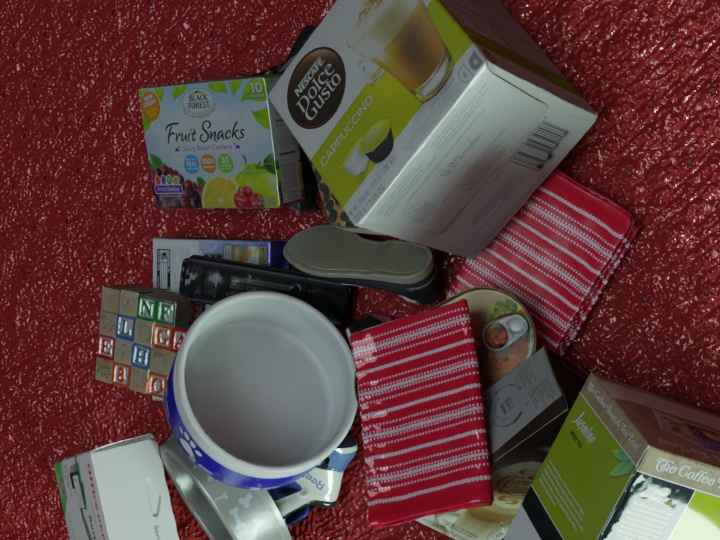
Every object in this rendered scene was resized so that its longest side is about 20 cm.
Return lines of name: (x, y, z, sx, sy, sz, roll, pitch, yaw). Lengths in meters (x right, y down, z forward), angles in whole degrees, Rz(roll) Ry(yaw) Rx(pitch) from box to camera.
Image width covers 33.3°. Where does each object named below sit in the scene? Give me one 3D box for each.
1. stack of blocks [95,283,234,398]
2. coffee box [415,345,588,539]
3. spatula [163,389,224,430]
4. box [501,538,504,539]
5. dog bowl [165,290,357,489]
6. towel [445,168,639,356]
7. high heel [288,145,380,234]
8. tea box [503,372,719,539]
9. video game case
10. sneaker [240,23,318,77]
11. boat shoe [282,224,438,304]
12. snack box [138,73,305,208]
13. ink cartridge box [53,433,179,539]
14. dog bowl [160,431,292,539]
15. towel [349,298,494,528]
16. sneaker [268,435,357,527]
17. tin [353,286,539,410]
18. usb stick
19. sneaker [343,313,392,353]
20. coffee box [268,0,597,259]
stack of blocks: (-0.217, 0.090, 1.420, 0.198, 0.058, 0.117, 11, 98, 30)
coffee box: (0.149, 0.180, 1.188, 0.200, 0.114, 0.080, -41, 40, 24)
spatula: (-0.127, 0.151, 1.348, 0.021, 0.198, 0.057, -49, 49, 38)
box: (0.190, 0.352, 1.242, 0.198, 0.050, 0.201, -43, 70, 25)
dog bowl: (-0.106, 0.128, 1.288, 0.202, 0.199, 0.079, 62, 151, 14)
towel: (0.180, -0.004, 1.237, 0.144, 0.022, 0.201, 37, 111, 26)
high heel: (-0.004, -0.120, 1.322, 0.199, 0.071, 0.144, 18, 108, 39)
tea box: (0.267, 0.229, 1.081, 0.198, 0.198, 0.134, -64, 21, 17)
video game case: (-0.169, 0.062, 1.450, 0.180, 0.045, 0.203, 3, 94, 32)
sneaker: (-0.107, -0.206, 1.384, 0.083, 0.071, 0.200, 48, 118, 14)
boat shoe: (0.000, 0.000, 1.328, 0.198, 0.073, 0.063, 10, 142, 35)
snack box: (-0.159, -0.144, 1.365, 0.198, 0.053, 0.144, 1, 102, 37)
ink cartridge box: (-0.301, 0.287, 1.473, 0.200, 0.084, 0.148, -28, 75, 61)
dog bowl: (-0.158, 0.258, 1.374, 0.200, 0.058, 0.201, 45, 157, 25)
towel: (0.056, 0.141, 1.173, 0.143, 0.022, 0.202, -17, 70, 32)
sneaker: (-0.102, 0.233, 1.396, 0.198, 0.080, 0.117, 12, 97, 29)
tin: (0.088, 0.094, 1.227, 0.199, 0.042, 0.113, -27, 77, 13)
usb stick: (-0.106, 0.022, 1.368, 0.197, 0.033, 0.056, 9, 101, 2)
sneaker: (0.042, 0.139, 1.308, 0.200, 0.080, 0.087, 52, 135, 28)
coffee box: (0.068, -0.163, 1.182, 0.200, 0.199, 0.199, -49, 55, 23)
